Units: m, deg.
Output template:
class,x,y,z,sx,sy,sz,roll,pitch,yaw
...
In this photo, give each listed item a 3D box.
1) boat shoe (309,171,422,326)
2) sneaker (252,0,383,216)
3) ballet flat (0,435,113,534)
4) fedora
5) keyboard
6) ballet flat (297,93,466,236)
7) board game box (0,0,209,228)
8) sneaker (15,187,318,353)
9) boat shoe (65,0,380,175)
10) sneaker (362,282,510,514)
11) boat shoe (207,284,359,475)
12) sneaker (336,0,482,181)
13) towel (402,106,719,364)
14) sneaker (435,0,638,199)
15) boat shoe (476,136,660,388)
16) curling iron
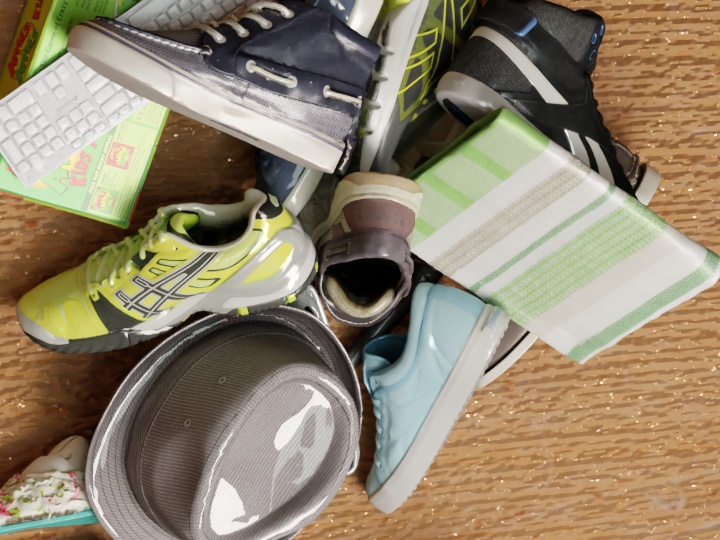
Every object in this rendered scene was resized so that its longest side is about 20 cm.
class,x,y,z,sx,sy,sz,roll,pitch,yaw
boat shoe,0.000,0.000,1.556,0.072,0.200,0.065,13,66,-4
sneaker,-0.055,-0.125,1.550,0.084,0.075,0.201,17,94,-21
ballet flat,-0.171,0.141,1.602,0.199,0.076,0.064,-3,79,-28
fedora,-0.074,0.121,1.542,0.200,0.090,0.177,-45,117,-7
keyboard,-0.144,-0.131,1.482,0.200,0.011,0.056,-37,119,-9
ballet flat,0.038,-0.084,1.608,0.200,0.072,0.072,-44,120,-4
board game box,-0.166,-0.137,1.503,0.101,0.048,0.201,16,101,-28
sneaker,-0.131,-0.006,1.527,0.199,0.076,0.077,-17,130,6
boat shoe,-0.081,-0.137,1.468,0.200,0.075,0.093,23,87,-29
sneaker,0.034,0.083,1.657,0.082,0.074,0.200,31,125,6
boat shoe,-0.051,0.050,1.615,0.074,0.065,0.203,-27,117,-14
sneaker,0.042,-0.142,1.565,0.084,0.074,0.201,18,90,-24
towel,0.123,-0.024,1.574,0.200,0.031,0.149,34,134,-22
sneaker,0.147,-0.109,1.579,0.200,0.073,0.112,38,77,-36
boat shoe,0.129,-0.008,1.678,0.059,0.072,0.200,37,97,-10
curling iron,0.049,-0.008,1.658,0.200,0.026,0.050,-49,162,4
